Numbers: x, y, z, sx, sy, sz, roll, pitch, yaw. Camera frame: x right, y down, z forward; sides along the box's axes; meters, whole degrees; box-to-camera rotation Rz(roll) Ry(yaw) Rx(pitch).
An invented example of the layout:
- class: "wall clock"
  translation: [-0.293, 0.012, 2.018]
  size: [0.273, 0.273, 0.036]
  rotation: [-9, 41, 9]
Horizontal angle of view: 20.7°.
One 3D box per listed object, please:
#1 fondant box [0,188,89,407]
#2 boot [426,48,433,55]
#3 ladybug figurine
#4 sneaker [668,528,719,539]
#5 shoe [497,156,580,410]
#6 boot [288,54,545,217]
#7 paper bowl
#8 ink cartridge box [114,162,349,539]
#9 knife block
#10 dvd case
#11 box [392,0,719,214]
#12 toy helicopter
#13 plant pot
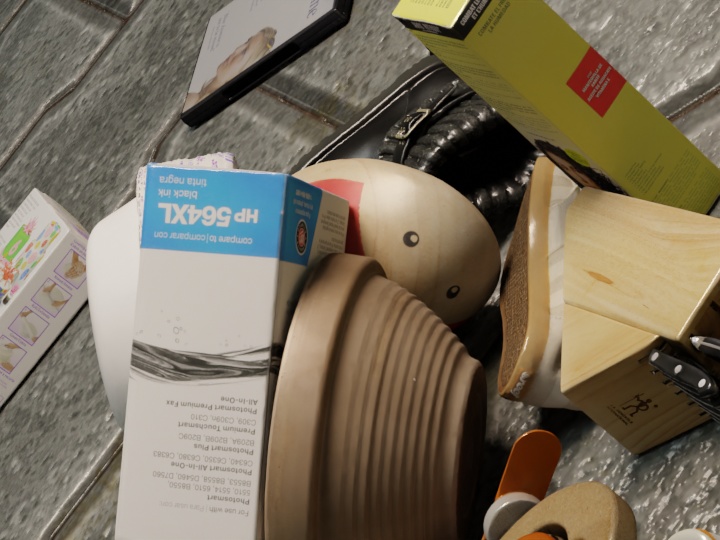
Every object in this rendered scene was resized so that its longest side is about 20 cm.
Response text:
- class: "fondant box"
  translation: [-0.313, 0.037, 1.730]
  size: [0.201, 0.058, 0.144]
  rotation: [-52, 27, 0]
- class: "boot"
  translation: [0.061, -0.267, 1.415]
  size: [0.199, 0.162, 0.073]
  rotation: [-58, 27, -15]
- class: "ladybug figurine"
  translation: [0.000, 0.000, 1.206]
  size: [0.199, 0.136, 0.072]
  rotation: [-18, 31, 54]
- class: "sneaker"
  translation: [0.124, 0.205, 0.837]
  size: [0.078, 0.079, 0.201]
  rotation: [-6, 53, 53]
- class: "shoe"
  translation: [0.113, 0.009, 1.132]
  size: [0.201, 0.053, 0.070]
  rotation: [-80, 6, -50]
- class: "boot"
  translation: [0.027, -0.050, 1.293]
  size: [0.211, 0.079, 0.158]
  rotation: [-49, 27, 4]
- class: "paper bowl"
  translation: [-0.113, 0.031, 1.259]
  size: [0.103, 0.202, 0.201]
  rotation: [-10, 33, -1]
- class: "ink cartridge box"
  translation: [-0.067, 0.051, 1.078]
  size: [0.083, 0.146, 0.202]
  rotation: [5, 87, 12]
- class: "knife block"
  translation: [0.186, 0.008, 0.997]
  size: [0.175, 0.064, 0.201]
  rotation: [-32, 32, 32]
- class: "dvd case"
  translation: [-0.075, -0.220, 1.724]
  size: [0.199, 0.018, 0.143]
  rotation: [-30, 33, 35]
- class: "box"
  translation: [0.112, -0.095, 1.086]
  size: [0.050, 0.200, 0.075]
  rotation: [-53, 26, -6]
- class: "toy helicopter"
  translation: [0.059, 0.167, 0.987]
  size: [0.200, 0.079, 0.133]
  rotation: [-38, 29, 32]
- class: "plant pot"
  translation: [0.016, 0.096, 1.072]
  size: [0.092, 0.202, 0.202]
  rotation: [7, 51, 11]
